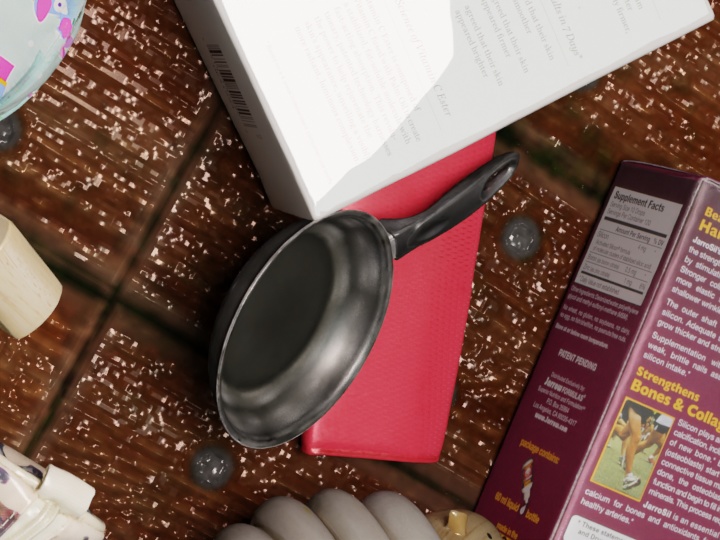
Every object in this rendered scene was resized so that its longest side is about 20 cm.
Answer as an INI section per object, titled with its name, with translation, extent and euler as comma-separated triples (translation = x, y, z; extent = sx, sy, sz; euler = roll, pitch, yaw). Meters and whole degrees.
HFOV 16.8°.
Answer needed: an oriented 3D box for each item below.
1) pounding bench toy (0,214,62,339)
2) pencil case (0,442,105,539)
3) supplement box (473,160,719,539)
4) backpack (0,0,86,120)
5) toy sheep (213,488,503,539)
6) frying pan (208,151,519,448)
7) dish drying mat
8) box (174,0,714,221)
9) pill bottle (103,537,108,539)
[pounding bench toy]
translation = -0.227, -0.007, 0.932
extent = 0.199, 0.157, 0.125
euler = -24, 141, -4
[pencil case]
translation = -0.179, 0.142, 0.889
extent = 0.200, 0.089, 0.078
euler = -50, 126, -8
[supplement box]
translation = 0.147, 0.062, 1.164
extent = 0.110, 0.086, 0.201
euler = 23, 89, -24
[backpack]
translation = -0.205, -0.137, 0.965
extent = 0.200, 0.126, 0.167
euler = 44, 77, -25
[toy sheep]
translation = -0.022, 0.161, 1.084
extent = 0.199, 0.138, 0.139
euler = -27, 107, -17
[frying pan]
translation = -0.006, -0.007, 1.080
extent = 0.191, 0.031, 0.115
euler = -55, 149, -12
[dish drying mat]
translation = 0.019, -0.012, 1.137
extent = 0.076, 0.018, 0.202
euler = 7, 95, -22
[box]
translation = 0.031, -0.123, 1.063
extent = 0.199, 0.097, 0.125
euler = -27, 100, -10
[pill bottle]
translation = -0.161, 0.144, 0.990
extent = 0.199, 0.114, 0.115
euler = 25, 88, 6
